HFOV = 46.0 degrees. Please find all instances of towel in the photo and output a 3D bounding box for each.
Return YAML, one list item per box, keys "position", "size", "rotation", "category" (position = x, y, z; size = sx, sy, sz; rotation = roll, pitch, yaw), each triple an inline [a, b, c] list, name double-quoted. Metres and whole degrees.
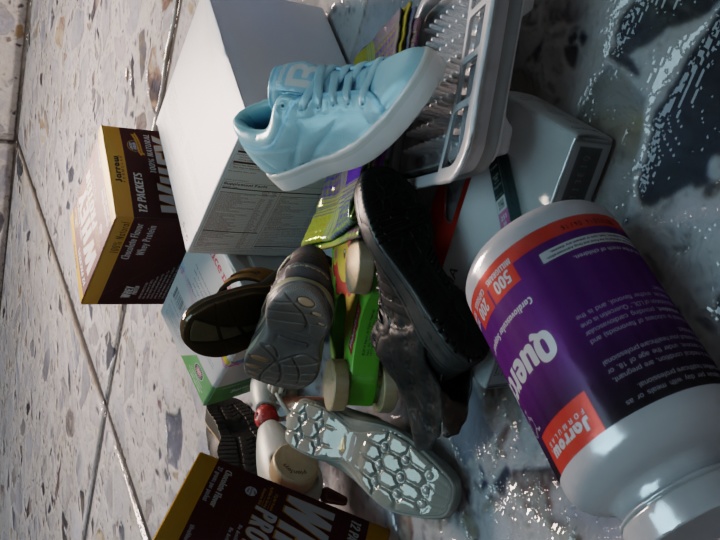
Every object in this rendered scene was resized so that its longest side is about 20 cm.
- position: [-0.001, -0.119, 0.743]
  size: [0.143, 0.022, 0.204]
  rotation: [167, 120, -70]
  category: "towel"

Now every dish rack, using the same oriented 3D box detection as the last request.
- position: [0.075, -0.145, 0.649]
  size: [0.200, 0.043, 0.176]
  rotation: [-173, 92, -76]
  category: "dish rack"

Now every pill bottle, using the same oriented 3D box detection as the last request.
- position: [0.148, 0.063, 0.508]
  size: [0.113, 0.110, 0.202]
  rotation: [-59, 42, 39]
  category: "pill bottle"

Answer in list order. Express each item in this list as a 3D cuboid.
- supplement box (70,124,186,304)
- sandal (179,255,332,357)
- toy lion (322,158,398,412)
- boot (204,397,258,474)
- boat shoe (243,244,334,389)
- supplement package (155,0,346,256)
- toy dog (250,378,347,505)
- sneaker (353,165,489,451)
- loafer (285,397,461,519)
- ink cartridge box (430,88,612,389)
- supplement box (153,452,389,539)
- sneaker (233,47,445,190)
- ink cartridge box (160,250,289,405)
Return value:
- position: [-0.249, -0.063, 1.088]
  size: [0.198, 0.196, 0.135]
  rotation: [-49, 49, 46]
  category: "supplement box"
- position: [-0.105, 0.023, 0.847]
  size: [0.054, 0.199, 0.083]
  rotation: [36, 133, 25]
  category: "sandal"
- position: [0.000, 0.000, 0.792]
  size: [0.193, 0.067, 0.203]
  rotation: [-110, 27, -56]
  category: "toy lion"
- position: [-0.150, 0.265, 1.048]
  size: [0.200, 0.076, 0.141]
  rotation: [-128, 43, -64]
  category: "boot"
- position: [-0.059, 0.048, 0.794]
  size: [0.201, 0.073, 0.074]
  rotation: [122, 166, -55]
  category: "boat shoe"
- position: [-0.112, -0.154, 0.912]
  size: [0.201, 0.144, 0.194]
  rotation: [-54, 46, 43]
  category: "supplement package"
- position: [-0.066, 0.187, 0.908]
  size: [0.132, 0.094, 0.204]
  rotation: [130, 146, -50]
  category: "toy dog"
- position: [0.034, 0.030, 0.654]
  size: [0.202, 0.059, 0.104]
  rotation: [62, 146, 13]
  category: "sneaker"
- position: [0.016, 0.166, 0.772]
  size: [0.198, 0.069, 0.071]
  rotation: [22, 95, 40]
  category: "loafer"
- position: [0.094, -0.041, 0.668]
  size: [0.174, 0.043, 0.204]
  rotation: [45, 126, 49]
  category: "ink cartridge box"
- position: [-0.103, 0.318, 0.791]
  size: [0.133, 0.196, 0.200]
  rotation: [-67, -1, -61]
  category: "supplement box"
- position: [-0.028, -0.123, 0.636]
  size: [0.198, 0.082, 0.075]
  rotation: [-23, 39, 42]
  category: "sneaker"
- position: [-0.153, 0.041, 1.011]
  size: [0.147, 0.086, 0.201]
  rotation: [59, 140, 24]
  category: "ink cartridge box"
